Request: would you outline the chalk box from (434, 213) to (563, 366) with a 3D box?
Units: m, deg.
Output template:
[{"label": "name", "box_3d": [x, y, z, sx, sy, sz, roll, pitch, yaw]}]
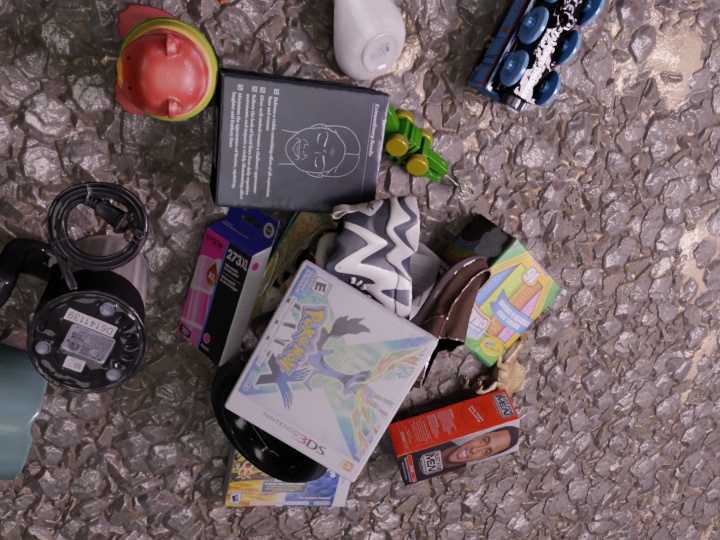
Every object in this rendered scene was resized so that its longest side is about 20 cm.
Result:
[{"label": "chalk box", "box_3d": [0.165, 0.044, 0.907, 0.124, 0.125, 0.200, 40, 96, -26]}]

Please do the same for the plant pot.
[{"label": "plant pot", "box_3d": [-0.482, 0.155, 0.718, 0.194, 0.200, 0.202, 18, 104, -30]}]

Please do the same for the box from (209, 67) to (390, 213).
[{"label": "box", "box_3d": [-0.079, -0.157, 0.762, 0.197, 0.107, 0.151, 3, 109, -17]}]

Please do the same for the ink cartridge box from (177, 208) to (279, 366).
[{"label": "ink cartridge box", "box_3d": [-0.173, 0.012, 0.805, 0.037, 0.094, 0.203, 2, 112, -55]}]

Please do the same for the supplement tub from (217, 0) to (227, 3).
[{"label": "supplement tub", "box_3d": [-0.092, -0.381, 0.663, 0.198, 0.123, 0.123, -32, 116, -3]}]

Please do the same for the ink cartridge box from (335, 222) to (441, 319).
[{"label": "ink cartridge box", "box_3d": [0.010, 0.050, 0.881, 0.146, 0.086, 0.203, 12, 107, -20]}]

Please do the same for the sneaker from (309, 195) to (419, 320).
[{"label": "sneaker", "box_3d": [0.000, 0.000, 0.771, 0.127, 0.080, 0.201, 2, 131, -3]}]

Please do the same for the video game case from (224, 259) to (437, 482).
[{"label": "video game case", "box_3d": [-0.036, 0.120, 0.727, 0.181, 0.022, 0.202, 30, 98, -1]}]

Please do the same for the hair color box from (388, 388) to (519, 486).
[{"label": "hair color box", "box_3d": [0.150, 0.267, 0.994, 0.197, 0.062, 0.102, -17, 135, -3]}]

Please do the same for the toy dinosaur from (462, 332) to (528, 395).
[{"label": "toy dinosaur", "box_3d": [0.223, 0.186, 1.016, 0.100, 0.058, 0.203, 7, 108, -21]}]

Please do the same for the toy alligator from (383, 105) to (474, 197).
[{"label": "toy alligator", "box_3d": [0.076, -0.152, 0.847, 0.054, 0.060, 0.199, -21, 133, 41]}]

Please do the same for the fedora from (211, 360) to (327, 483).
[{"label": "fedora", "box_3d": [-0.105, 0.185, 0.838, 0.198, 0.092, 0.203, 14, 125, 20]}]

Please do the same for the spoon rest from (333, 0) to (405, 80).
[{"label": "spoon rest", "box_3d": [0.004, -0.305, 0.727, 0.099, 0.061, 0.201, -32, 153, -6]}]

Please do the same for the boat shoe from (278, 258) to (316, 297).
[{"label": "boat shoe", "box_3d": [-0.029, 0.078, 0.805, 0.076, 0.072, 0.201, -32, 108, 14]}]

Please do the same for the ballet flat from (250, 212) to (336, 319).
[{"label": "ballet flat", "box_3d": [-0.100, 0.002, 0.833, 0.070, 0.071, 0.201, 33, 95, -25]}]

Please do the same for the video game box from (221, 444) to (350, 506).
[{"label": "video game box", "box_3d": [-0.100, 0.275, 0.957, 0.197, 0.047, 0.185, 7, 105, -20]}]

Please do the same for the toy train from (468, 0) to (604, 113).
[{"label": "toy train", "box_3d": [0.224, -0.301, 0.797, 0.086, 0.114, 0.202, 20, 104, -26]}]

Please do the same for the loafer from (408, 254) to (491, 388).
[{"label": "loafer", "box_3d": [0.107, 0.069, 0.782, 0.201, 0.071, 0.073, -50, 156, -12]}]

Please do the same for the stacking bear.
[{"label": "stacking bear", "box_3d": [-0.204, -0.208, 0.650, 0.112, 0.200, 0.123, 5, 109, -19]}]

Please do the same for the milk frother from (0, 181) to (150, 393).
[{"label": "milk frother", "box_3d": [-0.293, -0.005, 0.707, 0.200, 0.188, 0.181, -42, 117, 2]}]
